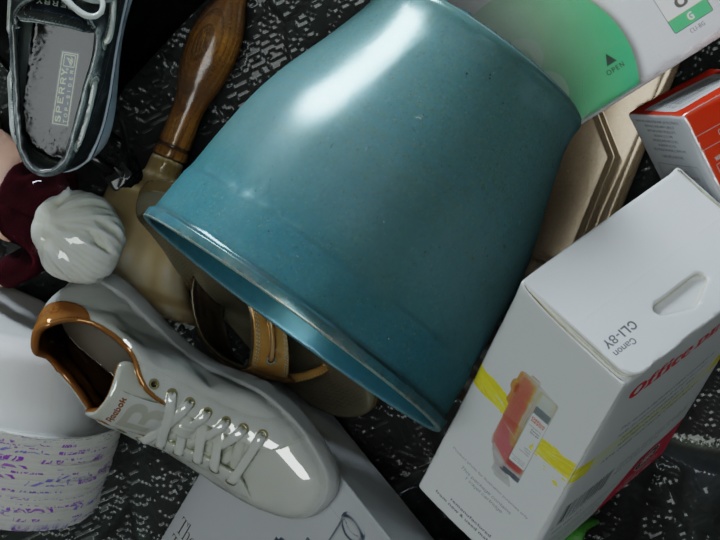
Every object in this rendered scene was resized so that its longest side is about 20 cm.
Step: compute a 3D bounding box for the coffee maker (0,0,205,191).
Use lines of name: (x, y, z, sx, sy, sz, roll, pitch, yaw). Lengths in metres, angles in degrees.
coffee maker: (-0.123, -0.188, 1.688, 0.200, 0.135, 0.192, -42, 91, 14)

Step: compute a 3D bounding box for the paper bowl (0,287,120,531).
paper bowl: (-0.238, 0.068, 1.720, 0.200, 0.201, 0.105, 20, 102, 8)

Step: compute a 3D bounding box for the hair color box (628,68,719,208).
hair color box: (0.235, -0.014, 1.636, 0.064, 0.111, 0.201, -27, 99, -8)

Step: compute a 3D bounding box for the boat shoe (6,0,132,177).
boat shoe: (-0.166, -0.151, 1.598, 0.073, 0.068, 0.200, 12, 102, 6)

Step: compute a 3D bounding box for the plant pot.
plant pot: (0.015, -0.046, 1.572, 0.200, 0.200, 0.188, 35, 84, 4)

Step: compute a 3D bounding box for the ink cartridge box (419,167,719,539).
ink cartridge box: (0.131, 0.057, 1.601, 0.083, 0.145, 0.200, 43, 142, 16)

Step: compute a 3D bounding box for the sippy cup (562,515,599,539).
sippy cup: (0.094, 0.232, 1.712, 0.178, 0.130, 0.140, -35, 93, 15)

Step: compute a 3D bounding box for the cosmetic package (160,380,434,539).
cosmetic package: (-0.039, 0.178, 1.710, 0.052, 0.200, 0.151, 22, 107, -38)

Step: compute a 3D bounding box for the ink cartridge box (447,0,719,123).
ink cartridge box: (0.104, -0.188, 1.639, 0.161, 0.050, 0.200, -32, 97, 18)

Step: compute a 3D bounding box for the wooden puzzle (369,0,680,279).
wooden puzzle: (0.080, -0.095, 1.711, 0.184, 0.037, 0.201, 23, 108, 7)

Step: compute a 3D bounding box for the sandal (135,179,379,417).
sandal: (-0.068, 0.026, 1.692, 0.080, 0.054, 0.200, -8, 134, 45)

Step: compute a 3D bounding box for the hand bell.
hand bell: (-0.111, -0.078, 1.737, 0.104, 0.104, 0.201, 22, 92, 8)

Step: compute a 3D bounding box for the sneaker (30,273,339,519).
sneaker: (-0.107, 0.086, 1.649, 0.200, 0.085, 0.073, 35, 119, 7)

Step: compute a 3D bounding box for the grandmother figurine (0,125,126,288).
grandmother figurine: (-0.196, -0.043, 1.704, 0.060, 0.200, 0.122, -1, 110, -31)

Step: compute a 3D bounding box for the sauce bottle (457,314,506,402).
sauce bottle: (0.000, 0.000, 1.713, 0.200, 0.065, 0.065, 35, 105, -6)
